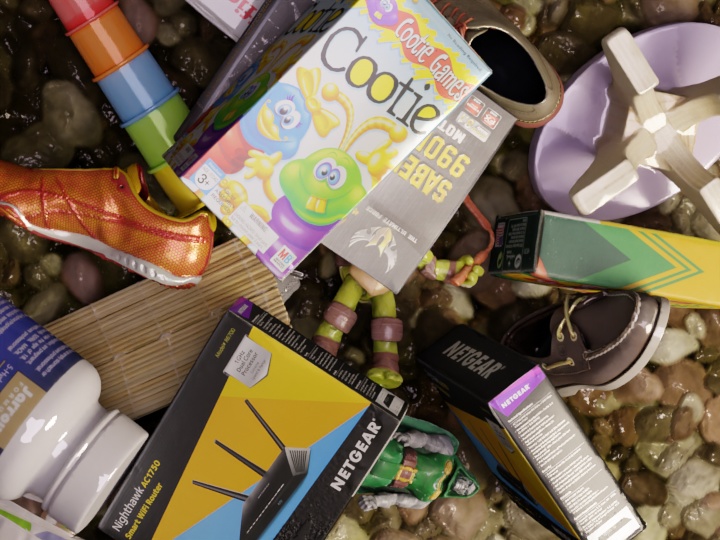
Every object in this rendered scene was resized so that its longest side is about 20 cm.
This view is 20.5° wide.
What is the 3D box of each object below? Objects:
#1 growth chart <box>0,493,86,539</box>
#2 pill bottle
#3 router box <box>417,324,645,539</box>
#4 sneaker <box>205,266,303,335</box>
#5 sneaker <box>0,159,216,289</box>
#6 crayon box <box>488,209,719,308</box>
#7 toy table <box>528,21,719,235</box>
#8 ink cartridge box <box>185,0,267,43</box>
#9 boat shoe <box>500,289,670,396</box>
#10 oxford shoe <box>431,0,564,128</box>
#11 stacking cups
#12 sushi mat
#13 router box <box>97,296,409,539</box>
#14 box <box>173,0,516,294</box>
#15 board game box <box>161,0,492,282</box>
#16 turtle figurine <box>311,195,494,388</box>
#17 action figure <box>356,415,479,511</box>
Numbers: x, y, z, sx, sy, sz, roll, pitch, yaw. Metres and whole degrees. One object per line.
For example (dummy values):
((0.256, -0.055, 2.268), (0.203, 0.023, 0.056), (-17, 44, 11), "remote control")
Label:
((-0.272, 0.215, 1.496), (0.199, 0.018, 0.145), (34, 96, 13), "growth chart")
((-0.258, 0.095, 1.441), (0.200, 0.120, 0.120), (36, 91, 3), "pill bottle")
((0.124, 0.126, 1.496), (0.051, 0.200, 0.150), (-36, 103, -7), "router box")
((-0.087, 0.087, 1.520), (0.081, 0.075, 0.201), (7, 98, -11), "sneaker")
((-0.200, -0.051, 1.468), (0.199, 0.073, 0.078), (20, 92, 3), "sneaker")
((0.212, -0.004, 1.534), (0.199, 0.127, 0.051), (9, 87, -11), "crayon box")
((0.229, -0.111, 1.529), (0.184, 0.117, 0.200), (44, 90, -14), "toy table")
((-0.061, -0.272, 1.461), (0.145, 0.083, 0.200), (39, 92, -15), "ink cartridge box")
((0.168, 0.050, 1.505), (0.059, 0.200, 0.072), (27, 72, -12), "boat shoe")
((0.073, -0.187, 1.489), (0.200, 0.075, 0.071), (37, 92, 5), "oxford shoe")
((-0.169, -0.135, 1.476), (0.060, 0.061, 0.200), (-36, 103, -3), "stacking cups")
((-0.147, 0.052, 1.487), (0.199, 0.012, 0.096), (-24, 79, 13), "sushi mat")
((-0.079, 0.143, 1.451), (0.149, 0.051, 0.201), (32, 106, 2), "router box")
((-0.011, -0.103, 1.440), (0.200, 0.048, 0.159), (35, 92, -18), "box")
((-0.026, -0.107, 1.356), (0.200, 0.105, 0.103), (-45, 107, -1), "board game box")
((0.000, 0.000, 1.526), (0.199, 0.064, 0.162), (19, 77, -24), "turtle figurine")
((0.011, 0.147, 1.543), (0.199, 0.055, 0.119), (15, 109, -33), "action figure")
